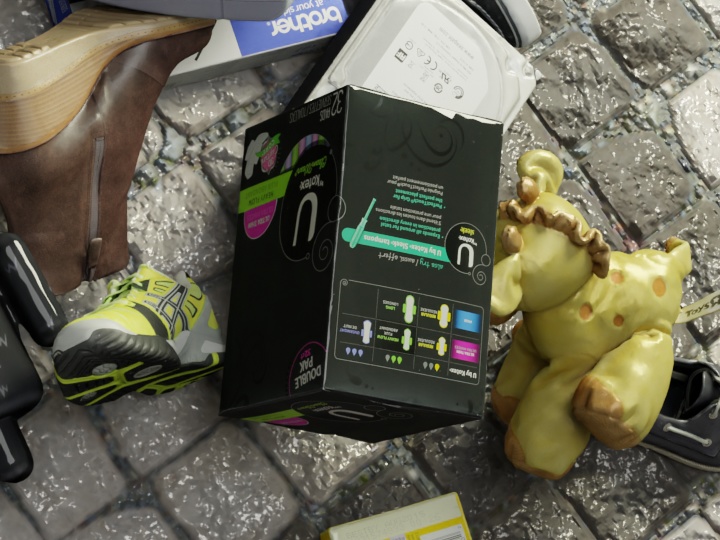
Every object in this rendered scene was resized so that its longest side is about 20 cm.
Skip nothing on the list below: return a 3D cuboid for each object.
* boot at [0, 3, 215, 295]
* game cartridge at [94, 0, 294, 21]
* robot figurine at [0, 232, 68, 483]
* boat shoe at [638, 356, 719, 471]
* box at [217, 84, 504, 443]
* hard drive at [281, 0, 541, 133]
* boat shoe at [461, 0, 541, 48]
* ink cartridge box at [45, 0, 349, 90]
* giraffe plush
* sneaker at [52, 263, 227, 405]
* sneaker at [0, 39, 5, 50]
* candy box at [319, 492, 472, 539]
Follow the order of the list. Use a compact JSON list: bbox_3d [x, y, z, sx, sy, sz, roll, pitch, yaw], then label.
[{"bbox_3d":[-0.169,-0.085,1.673,0.200,0.072,0.167,-26,120,-42],"label":"boot"},{"bbox_3d":[-0.125,-0.217,1.694,0.200,0.041,0.133,12,31,17],"label":"game cartridge"},{"bbox_3d":[-0.277,0.052,1.584,0.150,0.125,0.200,-23,85,-44],"label":"robot figurine"},{"bbox_3d":[0.242,0.100,1.817,0.200,0.063,0.073,11,71,-19],"label":"boat shoe"},{"bbox_3d":[0.000,0.000,1.640,0.124,0.148,0.200,11,76,-28],"label":"box"},{"bbox_3d":[0.024,-0.103,1.774,0.140,0.038,0.200,41,73,-19],"label":"hard drive"},{"bbox_3d":[0.046,-0.227,1.828,0.068,0.072,0.200,-45,104,-8],"label":"boat shoe"},{"bbox_3d":[-0.114,-0.183,1.763,0.200,0.044,0.094,-16,83,-26],"label":"ink cartridge box"},{"bbox_3d":[0.131,0.019,1.703,0.162,0.200,0.173,37,26,-28],"label":"giraffe plush"},{"bbox_3d":[-0.151,0.039,1.626,0.075,0.200,0.077,-25,81,15],"label":"sneaker"},{"bbox_3d":[-0.301,-0.144,1.658,0.115,0.075,0.200,-21,87,-28],"label":"sneaker"},{"bbox_3d":[0.049,0.260,1.714,0.102,0.026,0.200,-14,80,-22],"label":"candy box"}]
